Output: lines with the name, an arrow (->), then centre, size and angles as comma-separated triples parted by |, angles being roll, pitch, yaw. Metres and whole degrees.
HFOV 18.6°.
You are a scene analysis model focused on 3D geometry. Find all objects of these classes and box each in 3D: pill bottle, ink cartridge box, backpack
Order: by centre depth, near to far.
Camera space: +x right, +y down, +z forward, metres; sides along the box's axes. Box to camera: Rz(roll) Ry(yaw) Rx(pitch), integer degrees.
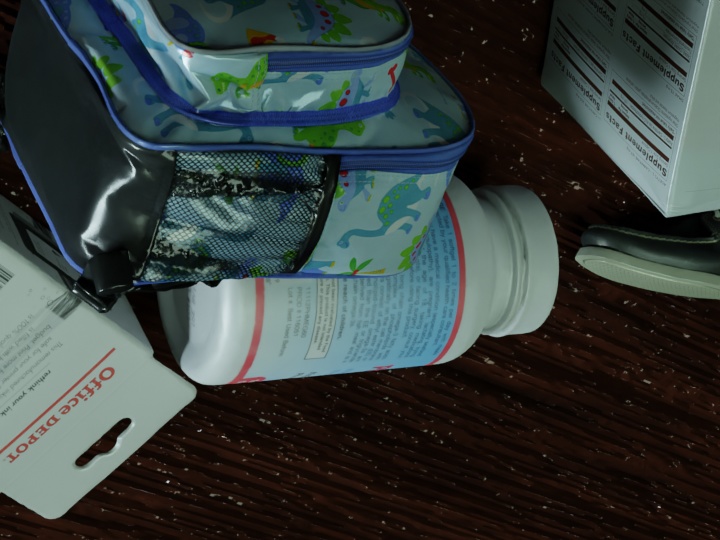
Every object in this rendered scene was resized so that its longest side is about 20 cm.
backpack -> -0.050, -0.080, 1.037 | 0.200, 0.183, 0.147 | 3, 124, -33
ink cartridge box -> -0.191, 0.034, 1.129 | 0.116, 0.068, 0.200 | -41, 133, 9
pill bottle -> 0.000, 0.000, 1.178 | 0.200, 0.109, 0.109 | -4, 126, -25

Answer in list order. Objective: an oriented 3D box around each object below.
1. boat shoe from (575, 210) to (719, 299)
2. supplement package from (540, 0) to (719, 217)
boat shoe -> 0.218, -0.014, 1.327 | 0.200, 0.072, 0.068 | 5, 86, -24
supplement package -> 0.220, -0.159, 1.145 | 0.191, 0.147, 0.200 | -10, 128, -22
